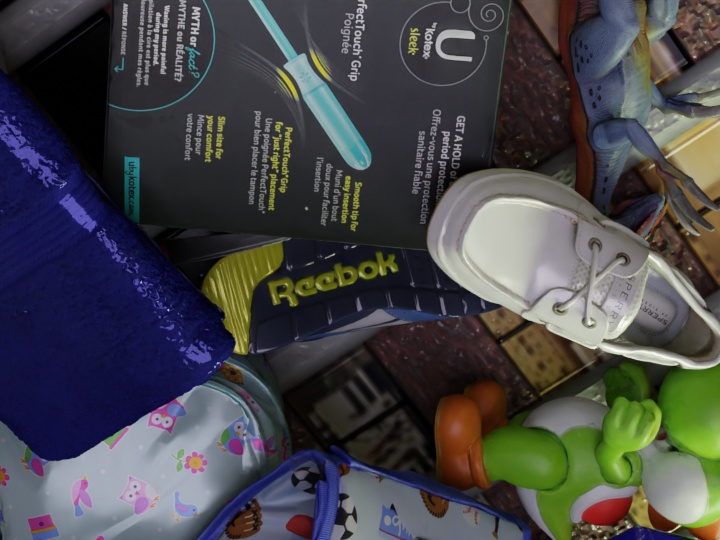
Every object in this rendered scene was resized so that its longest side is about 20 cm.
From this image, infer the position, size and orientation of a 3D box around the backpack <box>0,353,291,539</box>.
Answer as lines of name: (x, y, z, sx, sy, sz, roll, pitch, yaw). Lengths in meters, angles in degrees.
backpack: (-0.139, 0.106, 1.231, 0.199, 0.127, 0.168, -6, 111, -1)

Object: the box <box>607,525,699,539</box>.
box: (0.144, 0.274, 1.223, 0.105, 0.201, 0.184, 19, 145, -28)

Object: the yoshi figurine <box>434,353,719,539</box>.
yoshi figurine: (0.147, 0.084, 1.214, 0.199, 0.113, 0.112, 5, 147, 19)

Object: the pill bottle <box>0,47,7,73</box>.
pill bottle: (-0.294, -0.090, 1.152, 0.199, 0.109, 0.110, -16, 113, 7)

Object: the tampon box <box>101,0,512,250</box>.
tampon box: (-0.029, -0.107, 1.135, 0.199, 0.126, 0.150, 5, 115, -3)

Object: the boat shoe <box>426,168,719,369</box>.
boat shoe: (0.121, 0.003, 1.118, 0.200, 0.069, 0.071, 20, 101, -39)

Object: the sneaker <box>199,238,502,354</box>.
sneaker: (0.000, 0.000, 1.219, 0.199, 0.082, 0.074, -9, 88, -15)

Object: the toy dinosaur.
toy dinosaur: (0.142, -0.104, 1.186, 0.200, 0.105, 0.182, 39, 123, 20)

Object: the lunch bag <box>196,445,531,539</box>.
lunch bag: (-0.013, 0.199, 1.178, 0.170, 0.124, 0.200, 23, 104, -41)

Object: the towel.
towel: (-0.172, -0.004, 1.103, 0.147, 0.050, 0.200, -29, 110, 31)

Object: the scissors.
scissors: (-0.115, -0.003, 1.187, 0.199, 0.014, 0.073, 11, 107, 34)
